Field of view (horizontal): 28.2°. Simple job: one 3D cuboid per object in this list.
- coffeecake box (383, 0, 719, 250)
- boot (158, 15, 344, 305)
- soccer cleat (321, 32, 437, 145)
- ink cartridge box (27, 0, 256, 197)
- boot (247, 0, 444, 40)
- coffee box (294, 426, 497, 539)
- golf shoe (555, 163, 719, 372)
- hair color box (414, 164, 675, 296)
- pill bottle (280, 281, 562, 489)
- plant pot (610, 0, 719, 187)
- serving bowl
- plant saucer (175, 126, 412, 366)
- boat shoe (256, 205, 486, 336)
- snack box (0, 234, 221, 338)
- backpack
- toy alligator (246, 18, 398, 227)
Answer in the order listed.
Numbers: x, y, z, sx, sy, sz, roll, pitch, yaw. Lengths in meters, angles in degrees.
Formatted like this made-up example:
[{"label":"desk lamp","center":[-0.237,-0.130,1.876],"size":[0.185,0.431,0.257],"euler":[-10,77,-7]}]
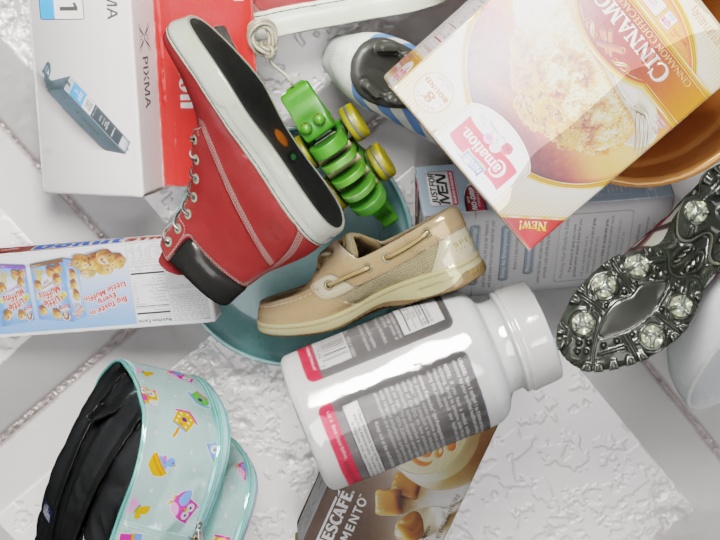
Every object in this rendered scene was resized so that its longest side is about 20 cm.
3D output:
[{"label":"coffeecake box","center":[0.141,-0.141,1.008],"size":[0.200,0.073,0.154],"euler":[-41,103,7]},{"label":"boot","center":[-0.122,-0.078,1.084],"size":[0.144,0.072,0.201],"euler":[-31,93,22]},{"label":"soccer cleat","center":[0.057,-0.141,1.154],"size":[0.199,0.086,0.070],"euler":[25,93,-33]},{"label":"ink cartridge box","center":[-0.169,-0.158,1.112],"size":[0.175,0.045,0.201],"euler":[3,104,19]},{"label":"boot","center":[-0.007,-0.266,1.108],"size":[0.199,0.072,0.145],"euler":[-9,102,2]},{"label":"coffee box","center":[0.033,0.160,1.210],"size":[0.114,0.080,0.201],"euler":[24,100,-7]},{"label":"golf shoe","center":[0.229,0.007,1.090],"size":[0.200,0.088,0.077],"euler":[-41,82,-7]},{"label":"hair color box","center":[0.144,-0.037,1.161],"size":[0.199,0.061,0.099],"euler":[-5,136,-3]},{"label":"pill bottle","center":[0.048,0.081,1.098],"size":[0.199,0.111,0.111],"euler":[-22,104,-2]},{"label":"plant pot","center":[0.206,-0.174,1.113],"size":[0.199,0.140,0.201],"euler":[-1,103,-3]},{"label":"serving bowl","center":[0.319,0.022,1.162],"size":[0.200,0.200,0.066],"euler":[-45,64,7]},{"label":"plant saucer","center":[-0.056,-0.021,1.186],"size":[0.199,0.036,0.201],"euler":[-1,103,-4]},{"label":"boat shoe","center":[0.000,0.000,1.120],"size":[0.199,0.071,0.065],"euler":[-18,101,25]},{"label":"snack box","center":[-0.215,0.012,1.167],"size":[0.199,0.024,0.072],"euler":[-5,104,11]},{"label":"backpack","center":[-0.170,0.177,1.157],"size":[0.152,0.176,0.201],"euler":[9,104,-23]},{"label":"toy alligator","center":[-0.027,-0.104,1.105],"size":[0.059,0.054,0.200],"euler":[-32,115,9]}]
